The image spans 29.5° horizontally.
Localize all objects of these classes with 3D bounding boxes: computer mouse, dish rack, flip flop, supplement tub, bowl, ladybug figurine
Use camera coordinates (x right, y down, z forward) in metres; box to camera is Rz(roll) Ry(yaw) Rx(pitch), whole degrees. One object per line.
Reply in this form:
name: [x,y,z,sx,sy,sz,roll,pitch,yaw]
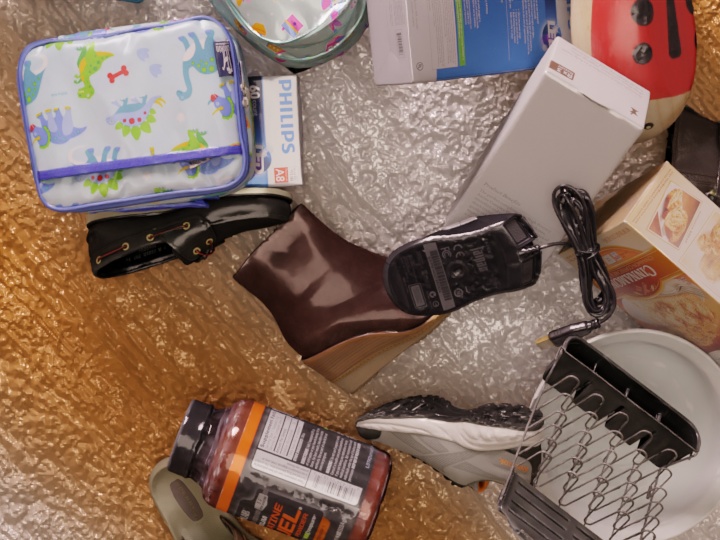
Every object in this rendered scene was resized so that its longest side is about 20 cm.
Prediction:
computer mouse: [0.128,0.010,1.219,0.198,0.046,0.142,-20,106,15]
dish rack: [0.198,0.170,1.155,0.153,0.201,0.055,36,134,-4]
flip flop: [-0.135,0.267,1.315,0.081,0.058,0.201,-33,95,4]
supplement tub: [-0.077,0.188,1.282,0.198,0.107,0.108,20,97,-1]
bowl: [0.248,0.147,1.281,0.199,0.090,0.204,0,97,1]
ladybug figurine: [0.249,-0.214,1.221,0.135,0.072,0.202,-22,106,-37]

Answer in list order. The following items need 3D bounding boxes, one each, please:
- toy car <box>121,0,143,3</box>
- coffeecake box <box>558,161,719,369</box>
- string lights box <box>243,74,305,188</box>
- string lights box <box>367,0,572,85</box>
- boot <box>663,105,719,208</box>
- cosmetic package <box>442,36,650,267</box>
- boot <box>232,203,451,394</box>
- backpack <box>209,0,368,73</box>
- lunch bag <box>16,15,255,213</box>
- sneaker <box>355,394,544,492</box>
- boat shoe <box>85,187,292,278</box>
toy car: [-0.268,-0.365,1.216,0.182,0.177,0.202,8,68,-4]
coffeecake box: [0.297,0.010,1.226,0.200,0.153,0.073,40,73,-4]
string lights box: [-0.152,-0.125,1.269,0.197,0.059,0.104,-3,94,1]
string lights box: [0.104,-0.224,1.201,0.198,0.059,0.104,-11,100,-34]
boot: [0.352,-0.056,1.241,0.172,0.069,0.202,8,57,-3]
cosmetic package: [0.162,-0.095,1.215,0.101,0.074,0.201,30,128,-4]
boot: [0.000,0.000,1.275,0.200,0.072,0.167,-41,97,9]
backpack: [-0.078,-0.273,1.212,0.166,0.127,0.201,-35,86,9]
lunch bag: [-0.192,-0.131,1.198,0.197,0.082,0.163,-6,92,2]
sneaker: [0.077,0.161,1.256,0.199,0.074,0.080,5,105,38]
boat shoe: [-0.157,-0.035,1.267,0.199,0.074,0.064,-10,74,8]
